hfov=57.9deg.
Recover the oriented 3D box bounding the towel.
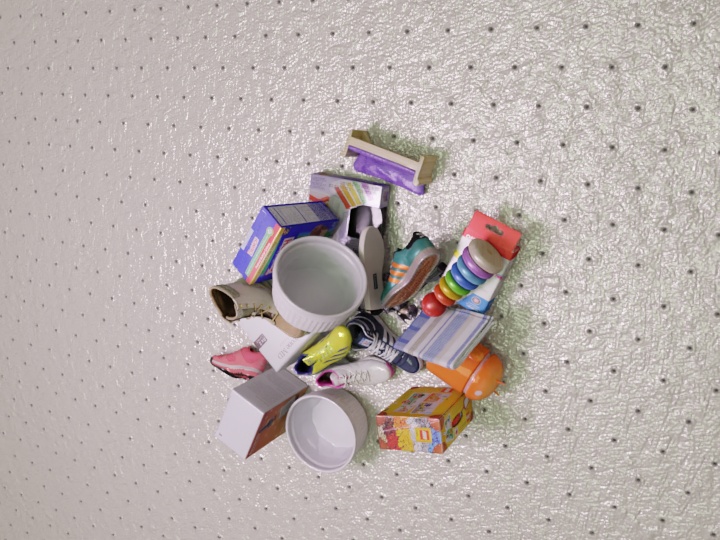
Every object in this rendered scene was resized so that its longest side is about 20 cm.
[{"bbox_3d":[0.174,0.136,1.384,0.200,0.147,0.024,11,143,55],"label":"towel"}]

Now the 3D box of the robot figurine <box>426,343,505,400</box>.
[{"bbox_3d":[0.224,0.203,1.420,0.200,0.117,0.144,34,114,18],"label":"robot figurine"}]

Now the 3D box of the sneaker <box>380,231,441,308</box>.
[{"bbox_3d":[0.097,-0.001,1.403,0.200,0.071,0.080,-53,50,37],"label":"sneaker"}]

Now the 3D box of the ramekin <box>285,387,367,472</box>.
[{"bbox_3d":[-0.077,0.388,1.622,0.200,0.105,0.201,5,102,26],"label":"ramekin"}]

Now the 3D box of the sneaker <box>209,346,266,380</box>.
[{"bbox_3d":[-0.321,0.244,1.754,0.200,0.074,0.087,6,62,39],"label":"sneaker"}]

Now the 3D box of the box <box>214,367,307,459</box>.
[{"bbox_3d":[-0.249,0.354,1.651,0.106,0.200,0.152,32,114,19],"label":"box"}]

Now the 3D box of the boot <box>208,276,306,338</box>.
[{"bbox_3d":[-0.222,0.090,1.421,0.200,0.155,0.072,41,114,15],"label":"boot"}]

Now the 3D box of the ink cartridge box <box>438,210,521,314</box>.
[{"bbox_3d":[0.259,-0.020,1.387,0.116,0.067,0.200,31,113,19],"label":"ink cartridge box"}]

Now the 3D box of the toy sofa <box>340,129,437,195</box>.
[{"bbox_3d":[0.060,-0.237,1.441,0.200,0.083,0.098,25,109,21],"label":"toy sofa"}]

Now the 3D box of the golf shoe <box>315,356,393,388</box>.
[{"bbox_3d":[-0.018,0.255,1.569,0.200,0.092,0.075,-6,109,28],"label":"golf shoe"}]

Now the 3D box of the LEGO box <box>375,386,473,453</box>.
[{"bbox_3d":[0.145,0.325,1.439,0.149,0.200,0.077,-3,98,29],"label":"LEGO box"}]

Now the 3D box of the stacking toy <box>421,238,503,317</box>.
[{"bbox_3d":[0.199,0.025,1.351,0.085,0.085,0.200,51,124,10],"label":"stacking toy"}]

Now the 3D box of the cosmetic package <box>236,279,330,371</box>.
[{"bbox_3d":[-0.174,0.103,1.582,0.200,0.165,0.165,49,117,11],"label":"cosmetic package"}]

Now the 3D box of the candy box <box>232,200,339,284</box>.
[{"bbox_3d":[-0.166,-0.067,1.465,0.077,0.200,0.169,47,123,21],"label":"candy box"}]

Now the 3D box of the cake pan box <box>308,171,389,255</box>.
[{"bbox_3d":[-0.030,-0.125,1.528,0.200,0.052,0.185,15,109,24],"label":"cake pan box"}]

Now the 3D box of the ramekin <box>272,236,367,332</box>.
[{"bbox_3d":[-0.095,0.036,1.394,0.200,0.200,0.105,46,145,12],"label":"ramekin"}]

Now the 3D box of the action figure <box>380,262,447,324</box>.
[{"bbox_3d":[0.105,0.038,1.480,0.130,0.069,0.200,46,119,9],"label":"action figure"}]

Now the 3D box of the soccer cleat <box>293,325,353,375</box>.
[{"bbox_3d":[-0.088,0.192,1.504,0.200,0.084,0.065,-45,68,44],"label":"soccer cleat"}]

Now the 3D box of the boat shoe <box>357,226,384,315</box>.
[{"bbox_3d":[0.000,0.000,1.477,0.093,0.075,0.200,4,97,44],"label":"boat shoe"}]

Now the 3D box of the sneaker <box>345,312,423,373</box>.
[{"bbox_3d":[0.049,0.178,1.512,0.200,0.108,0.070,43,116,14],"label":"sneaker"}]
